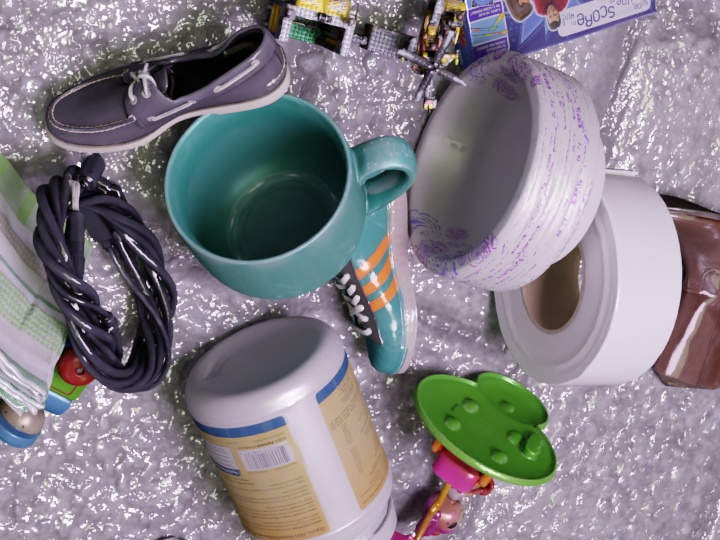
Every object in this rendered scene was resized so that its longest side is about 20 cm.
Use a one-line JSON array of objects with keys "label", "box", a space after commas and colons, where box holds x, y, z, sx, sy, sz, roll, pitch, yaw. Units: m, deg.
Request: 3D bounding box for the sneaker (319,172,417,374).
[{"label": "sneaker", "box": [0.000, 0.000, 1.109, 0.080, 0.071, 0.201, -10, 101, -21]}]

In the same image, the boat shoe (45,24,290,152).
[{"label": "boat shoe", "box": [-0.156, -0.149, 0.961, 0.199, 0.073, 0.063, -14, 154, -1]}]

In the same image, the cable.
[{"label": "cable", "box": [-0.195, 0.013, 0.973, 0.051, 0.163, 0.201, -13, 114, 9]}]

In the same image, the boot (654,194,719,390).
[{"label": "boot", "box": [0.333, 0.031, 1.279, 0.186, 0.064, 0.201, 13, 104, -25]}]

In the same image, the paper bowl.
[{"label": "paper bowl", "box": [0.133, -0.081, 1.068, 0.104, 0.201, 0.201, 15, 98, -26]}]

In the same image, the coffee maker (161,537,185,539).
[{"label": "coffee maker", "box": [-0.158, 0.362, 1.065, 0.134, 0.200, 0.193, 19, 96, -27]}]

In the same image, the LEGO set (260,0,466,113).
[{"label": "LEGO set", "box": [0.010, -0.231, 0.997, 0.199, 0.116, 0.154, 20, 100, -17]}]

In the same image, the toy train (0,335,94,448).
[{"label": "toy train", "box": [-0.311, 0.058, 0.978, 0.200, 0.085, 0.116, 32, 104, -29]}]

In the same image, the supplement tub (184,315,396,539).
[{"label": "supplement tub", "box": [-0.056, 0.157, 1.083, 0.144, 0.145, 0.201, -27, 115, -15]}]

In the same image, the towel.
[{"label": "towel", "box": [-0.266, -0.005, 0.914, 0.031, 0.200, 0.149, -28, 121, 20]}]

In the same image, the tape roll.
[{"label": "tape roll", "box": [0.203, 0.005, 1.127, 0.071, 0.202, 0.203, 2, 104, -25]}]

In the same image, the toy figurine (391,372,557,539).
[{"label": "toy figurine", "box": [0.086, 0.210, 1.188, 0.150, 0.200, 0.184, 34, 113, 12]}]

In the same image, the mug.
[{"label": "mug", "box": [-0.057, -0.049, 1.005, 0.114, 0.184, 0.153, 66, 45, -66]}]

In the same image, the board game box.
[{"label": "board game box", "box": [0.172, -0.275, 1.122, 0.199, 0.034, 0.136, -19, 112, -18]}]
